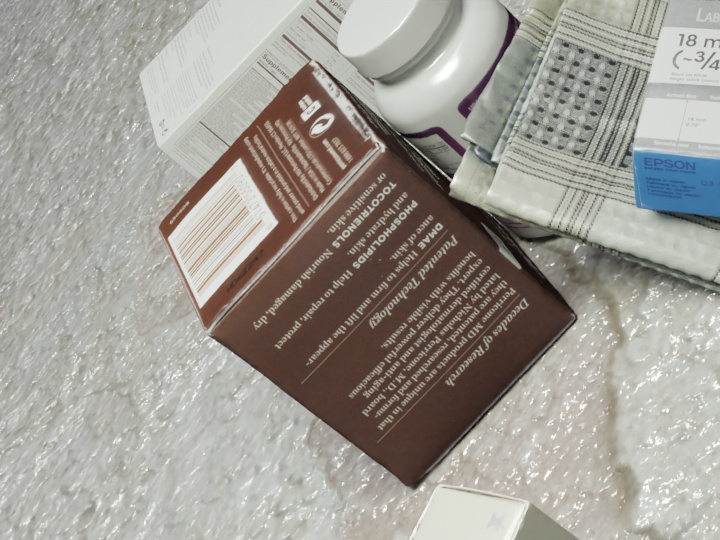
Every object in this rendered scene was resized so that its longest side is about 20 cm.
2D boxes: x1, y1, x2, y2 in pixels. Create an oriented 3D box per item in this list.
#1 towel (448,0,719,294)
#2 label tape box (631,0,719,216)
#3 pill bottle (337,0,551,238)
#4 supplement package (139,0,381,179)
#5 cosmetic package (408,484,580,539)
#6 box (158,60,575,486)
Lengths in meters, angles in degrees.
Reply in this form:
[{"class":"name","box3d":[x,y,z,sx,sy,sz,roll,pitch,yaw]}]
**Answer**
[{"class":"towel","box3d":[0.174,-0.096,1.167,0.199,0.035,0.193,19,67,15]},{"class":"label tape box","box3d":[0.252,-0.126,1.115,0.143,0.063,0.201,7,58,18]},{"class":"pill bottle","box3d":[0.081,-0.120,1.267,0.112,0.200,0.113,-34,34,27]},{"class":"supplement package","box3d":[-0.058,-0.160,1.551,0.200,0.151,0.152,-44,30,13]},{"class":"cosmetic package","box3d":[0.100,0.196,0.893,0.071,0.200,0.106,3,58,55]},{"class":"box","box3d":[0.000,0.000,1.247,0.164,0.200,0.166,-47,31,7]}]
